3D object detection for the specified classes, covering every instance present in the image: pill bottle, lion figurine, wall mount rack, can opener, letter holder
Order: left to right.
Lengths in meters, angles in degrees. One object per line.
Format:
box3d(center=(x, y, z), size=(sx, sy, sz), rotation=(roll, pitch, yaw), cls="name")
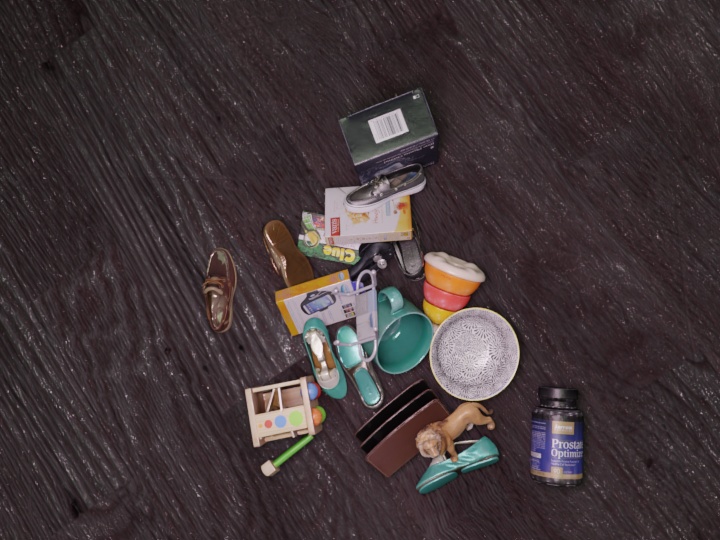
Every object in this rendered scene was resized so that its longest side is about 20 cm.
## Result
box3d(center=(0.000, 0.000, 1.618), size=(0.063, 0.079, 0.200), rotation=(35, 109, -27), cls="can opener")
box3d(center=(0.006, 0.085, 1.469), size=(0.074, 0.173, 0.203), rotation=(9, 69, -35), cls="wall mount rack")
box3d(center=(0.085, 0.332, 1.527), size=(0.199, 0.142, 0.101), rotation=(-39, 51, -1), cls="letter holder")
box3d(center=(0.204, 0.334, 1.502), size=(0.200, 0.123, 0.072), rotation=(-42, 38, -19), cls="lion figurine")
box3d(center=(0.427, 0.357, 1.523), size=(0.110, 0.112, 0.203), rotation=(2, 84, 5), cls="pill bottle")

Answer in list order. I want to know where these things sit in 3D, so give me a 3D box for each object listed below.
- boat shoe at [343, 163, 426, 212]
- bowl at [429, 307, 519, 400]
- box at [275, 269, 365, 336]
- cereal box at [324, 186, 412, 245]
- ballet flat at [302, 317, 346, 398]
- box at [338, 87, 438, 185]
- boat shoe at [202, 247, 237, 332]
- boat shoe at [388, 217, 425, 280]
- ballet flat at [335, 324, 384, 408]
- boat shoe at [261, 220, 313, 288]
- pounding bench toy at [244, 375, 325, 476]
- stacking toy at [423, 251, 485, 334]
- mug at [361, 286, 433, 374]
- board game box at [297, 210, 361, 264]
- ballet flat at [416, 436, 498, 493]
box3d(center=(0.053, -0.191, 1.582), size=(0.198, 0.057, 0.069), rotation=(-21, 52, -10), cls="boat shoe")
box3d(center=(0.245, 0.180, 1.562), size=(0.198, 0.094, 0.204), rotation=(0, 92, -3), cls="bowl")
box3d(center=(-0.084, 0.072, 1.603), size=(0.198, 0.120, 0.042), rotation=(-18, 42, 1), cls="box")
box3d(center=(0.017, -0.130, 1.603), size=(0.197, 0.040, 0.145), rotation=(-4, 55, 3), cls="cereal box")
box3d(center=(-0.086, 0.207, 1.584), size=(0.067, 0.070, 0.202), rotation=(-17, 98, 10), cls="ballet flat")
box3d(center=(0.069, -0.291, 1.589), size=(0.194, 0.200, 0.119), rotation=(-20, 79, 3), cls="box")
box3d(center=(-0.335, 0.044, 1.648), size=(0.071, 0.072, 0.203), rotation=(1, 83, 5), cls="boat shoe")
box3d(center=(0.101, -0.076, 1.628), size=(0.073, 0.063, 0.204), rotation=(-21, 76, 9), cls="boat shoe")
box3d(center=(-0.003, 0.222, 1.604), size=(0.067, 0.064, 0.202), rotation=(-25, 76, 5), cls="ballet flat")
box3d(center=(-0.175, -0.020, 1.642), size=(0.072, 0.072, 0.202), rotation=(-34, 102, -27), cls="boat shoe")
box3d(center=(-0.155, 0.348, 1.569), size=(0.154, 0.124, 0.203), rotation=(-11, 82, 3), cls="pounding bench toy")
box3d(center=(0.185, 0.070, 1.590), size=(0.145, 0.146, 0.202), rotation=(21, 103, 7), cls="stacking toy")
box3d(center=(0.076, 0.121, 1.558), size=(0.151, 0.114, 0.187), rotation=(10, 109, -35), cls="mug")
box3d(center=(-0.047, -0.073, 1.650), size=(0.197, 0.023, 0.106), rotation=(10, 103, 6), cls="board game box")
box3d(center=(0.208, 0.425, 1.558), size=(0.198, 0.068, 0.071), rotation=(-25, 57, 3), cls="ballet flat")
